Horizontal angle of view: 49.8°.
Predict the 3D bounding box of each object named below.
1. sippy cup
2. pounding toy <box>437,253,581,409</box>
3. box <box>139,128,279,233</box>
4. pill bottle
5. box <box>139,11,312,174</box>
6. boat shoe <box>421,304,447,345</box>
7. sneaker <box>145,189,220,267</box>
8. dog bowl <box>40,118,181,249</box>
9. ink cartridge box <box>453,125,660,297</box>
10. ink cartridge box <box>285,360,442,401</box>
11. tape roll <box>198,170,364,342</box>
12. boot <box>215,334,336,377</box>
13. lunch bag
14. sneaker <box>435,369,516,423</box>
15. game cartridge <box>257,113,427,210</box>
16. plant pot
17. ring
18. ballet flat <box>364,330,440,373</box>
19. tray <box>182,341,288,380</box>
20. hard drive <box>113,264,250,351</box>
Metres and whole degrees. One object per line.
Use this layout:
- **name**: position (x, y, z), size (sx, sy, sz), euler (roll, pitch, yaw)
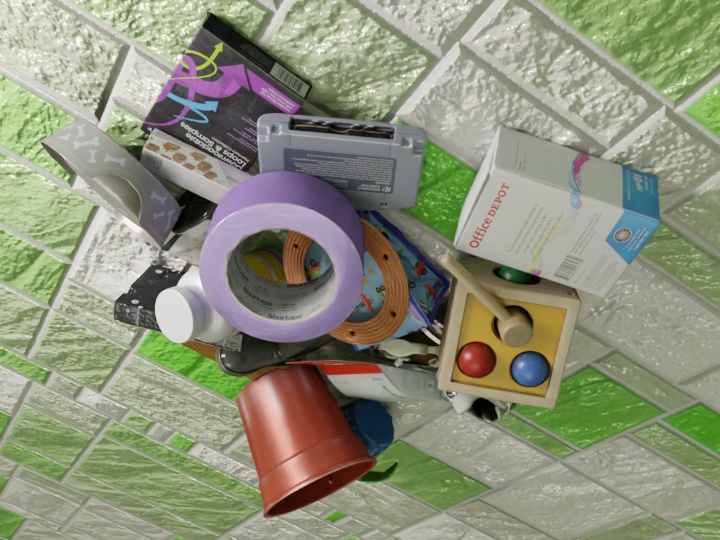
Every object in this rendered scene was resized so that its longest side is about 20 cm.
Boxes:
- **sippy cup**: position (-0.013, 0.296, 1.392), size (0.177, 0.140, 0.130), euler (23, 133, -36)
- **pounding toy**: position (0.179, 0.065, 1.007), size (0.183, 0.142, 0.201), euler (9, 111, 3)
- **box**: position (-0.183, -0.114, 0.995), size (0.199, 0.039, 0.041), euler (25, 143, -10)
- **pill bottle**: position (-0.185, 0.037, 1.083), size (0.104, 0.200, 0.105), euler (10, 109, 33)
- **box**: position (-0.169, -0.198, 0.949), size (0.143, 0.036, 0.200), euler (32, 139, -17)
- **boat shoe**: position (0.179, 0.090, 1.129), size (0.199, 0.072, 0.060), euler (24, 133, -12)
- **sneaker**: position (-0.214, -0.055, 1.103), size (0.115, 0.076, 0.200), euler (30, 154, -29)
- **dog bowl**: position (-0.318, -0.115, 1.012), size (0.200, 0.059, 0.200), euler (39, 168, 10)
- **ink cartridge box**: position (0.227, -0.068, 0.920), size (0.199, 0.085, 0.145), euler (17, 140, -2)
- **ink cartridge box**: position (0.004, 0.174, 1.215), size (0.199, 0.048, 0.160), euler (13, 166, -34)
- **tape roll**: position (-0.094, -0.015, 0.960), size (0.199, 0.085, 0.201), euler (1, 122, 1)
- **boot**: position (-0.104, 0.102, 1.199), size (0.181, 0.073, 0.200), euler (-9, 170, -43)
- **lunch bag**: position (0.000, 0.000, 1.086), size (0.150, 0.094, 0.200), euler (-24, 116, 41)
- **sneaker**: position (0.203, 0.193, 1.178), size (0.199, 0.089, 0.074), euler (7, 140, -36)
- **game cartridge**: position (-0.024, -0.128, 0.951), size (0.199, 0.041, 0.133), euler (6, 142, 0)
- **plant pot**: position (-0.103, 0.269, 1.276), size (0.200, 0.196, 0.201), euler (-23, 158, -10)
- **ring**: position (-0.020, 0.009, 1.049), size (0.200, 0.019, 0.201), euler (17, 125, 26)
- **ballet flat**: position (0.101, 0.120, 1.167), size (0.199, 0.073, 0.073), euler (8, 140, 1)
- **tray**: position (-0.212, 0.135, 1.342), size (0.199, 0.037, 0.099), euler (30, 138, -14)
- **hard drive**: position (-0.254, 0.055, 1.185), size (0.199, 0.140, 0.038), euler (12, 116, 4)
